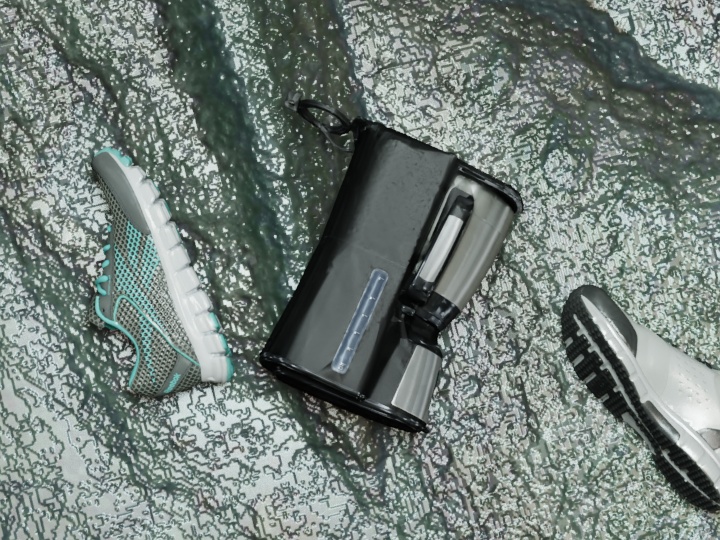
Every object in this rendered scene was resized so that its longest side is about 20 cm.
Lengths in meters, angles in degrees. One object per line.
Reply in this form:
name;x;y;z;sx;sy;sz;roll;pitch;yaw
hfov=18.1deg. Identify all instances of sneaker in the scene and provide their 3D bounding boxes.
sneaker;0.233;0.087;1.739;0.080;0.074;0.200;-40;93;-22
sneaker;-0.171;0.006;1.706;0.091;0.078;0.200;-24;85;-3

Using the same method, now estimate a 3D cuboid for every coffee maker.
coffee maker;0.000;0.000;1.704;0.192;0.135;0.200;22;81;21
